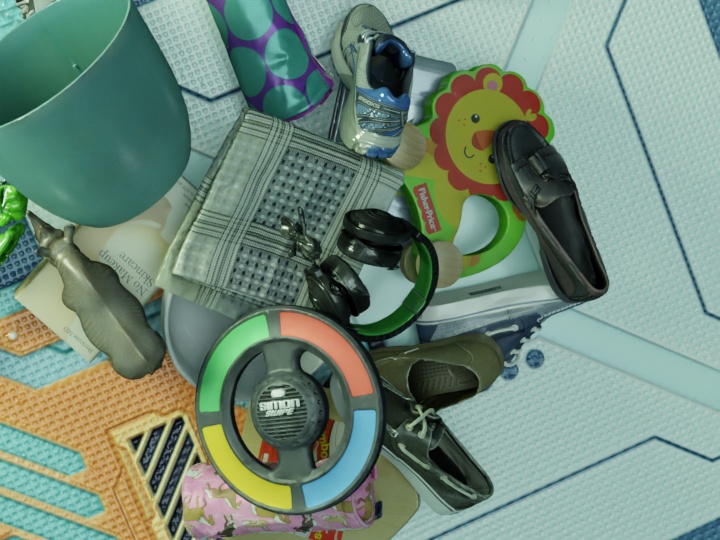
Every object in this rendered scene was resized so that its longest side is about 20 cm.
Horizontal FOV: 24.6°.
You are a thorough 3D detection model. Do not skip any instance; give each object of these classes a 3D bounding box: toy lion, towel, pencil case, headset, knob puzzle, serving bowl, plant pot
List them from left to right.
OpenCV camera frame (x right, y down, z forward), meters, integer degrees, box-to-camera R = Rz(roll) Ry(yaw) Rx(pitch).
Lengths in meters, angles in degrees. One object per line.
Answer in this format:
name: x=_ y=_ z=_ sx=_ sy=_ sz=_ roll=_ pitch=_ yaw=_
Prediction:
plant pot: x=-0.252 y=-0.137 z=1.523 sx=0.201 sy=0.201 sz=0.161 roll=-39 pitch=123 yaw=-6
serving bowl: x=-0.111 y=0.028 z=1.646 sx=0.200 sy=0.066 sz=0.200 roll=-12 pitch=118 yaw=-23
pencil case: x=-0.097 y=-0.247 z=1.644 sx=0.092 sy=0.085 sz=0.200 roll=-21 pitch=99 yaw=8
pencil case: x=-0.081 y=0.223 z=1.641 sx=0.200 sy=0.087 sz=0.083 roll=-8 pitch=65 yaw=19
towel: x=-0.074 y=-0.036 z=1.574 sx=0.192 sy=0.035 sz=0.200 roll=21 pitch=103 yaw=-33
knob puzzle: x=-0.031 y=0.213 z=1.686 sx=0.219 sy=0.030 sz=0.220 roll=-1 pitch=88 yaw=19
headset: x=0.000 y=0.000 z=1.555 sx=0.200 sy=0.094 sz=0.124 roll=31 pitch=96 yaw=-39
toy lion: x=0.113 y=-0.102 z=1.678 sx=0.192 sy=0.069 sz=0.200 roll=-20 pitch=98 yaw=-17

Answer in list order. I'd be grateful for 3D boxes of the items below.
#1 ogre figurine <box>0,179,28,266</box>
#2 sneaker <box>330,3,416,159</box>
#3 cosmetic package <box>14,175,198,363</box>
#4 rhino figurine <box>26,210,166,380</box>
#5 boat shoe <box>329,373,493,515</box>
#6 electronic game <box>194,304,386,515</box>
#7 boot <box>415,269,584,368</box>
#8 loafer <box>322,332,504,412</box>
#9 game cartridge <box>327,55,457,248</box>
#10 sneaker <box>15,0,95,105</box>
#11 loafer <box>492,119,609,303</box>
ogre figurine: x=-0.400 y=-0.020 z=1.588 sx=0.120 sy=0.200 sz=0.098 roll=31 pitch=49 yaw=1
sneaker: x=0.023 y=-0.201 z=1.604 sx=0.077 sy=0.200 sz=0.085 roll=11 pitch=135 yaw=-19
cosmetic package: x=-0.240 y=-0.016 z=1.640 sx=0.105 sy=0.071 sz=0.200 roll=41 pitch=86 yaw=-12
rhino figurine: x=-0.251 y=0.022 z=1.559 sx=0.060 sy=0.087 sz=0.200 roll=-37 pitch=102 yaw=-7
boat shoe: x=0.054 y=0.158 z=1.621 sx=0.200 sy=0.064 sz=0.071 roll=45 pitch=45 yaw=-19
electronic game: x=-0.068 y=0.132 z=1.564 sx=0.200 sy=0.042 sz=0.200 roll=1 pitch=93 yaw=25
boot: x=0.157 y=0.058 z=1.730 sx=0.200 sy=0.073 sz=0.090 roll=-11 pitch=103 yaw=-2
loafer: x=0.047 y=0.114 z=1.679 sx=0.200 sy=0.067 sz=0.076 roll=-21 pitch=100 yaw=17
game cartridge: x=0.032 y=-0.126 z=1.703 sx=0.133 sy=0.040 sz=0.200 roll=11 pitch=92 yaw=-15
sneaker: x=-0.311 y=-0.219 z=1.612 sx=0.200 sy=0.075 sz=0.116 roll=45 pitch=88 yaw=-12
loafer: x=0.198 y=-0.061 z=1.652 sx=0.072 sy=0.063 sz=0.200 roll=-28 pitch=99 yaw=-20
